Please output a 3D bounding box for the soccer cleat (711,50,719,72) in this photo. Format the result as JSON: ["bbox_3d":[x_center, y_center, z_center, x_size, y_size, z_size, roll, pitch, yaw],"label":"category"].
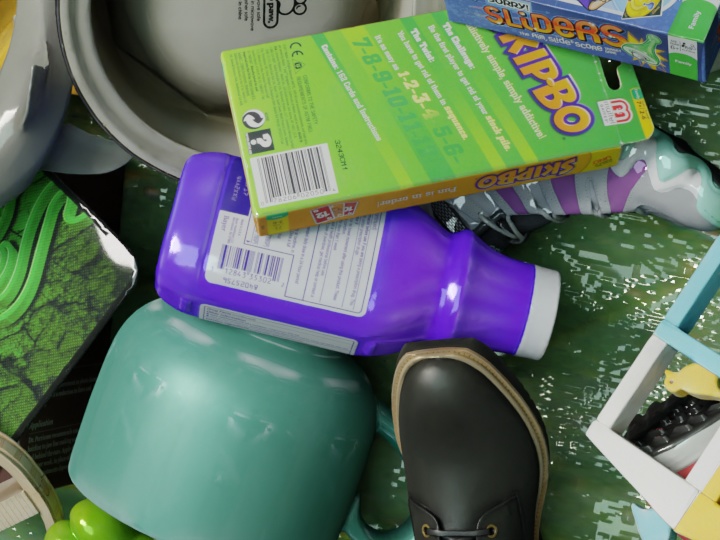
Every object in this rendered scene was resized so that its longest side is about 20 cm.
[{"bbox_3d":[0.205,-0.130,0.846,0.199,0.069,0.078,23,107,23],"label":"soccer cleat"}]

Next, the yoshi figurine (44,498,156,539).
[{"bbox_3d":[-0.093,0.187,0.922,0.200,0.112,0.113,49,63,-21],"label":"yoshi figurine"}]

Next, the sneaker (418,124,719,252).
[{"bbox_3d":[0.091,-0.031,0.884,0.199,0.078,0.141,31,102,26],"label":"sneaker"}]

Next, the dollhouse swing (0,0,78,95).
[{"bbox_3d":[-0.225,-0.231,0.924,0.199,0.176,0.182,16,59,18],"label":"dollhouse swing"}]

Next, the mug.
[{"bbox_3d":[-0.056,0.081,0.905,0.152,0.184,0.115,28,101,49],"label":"mug"}]

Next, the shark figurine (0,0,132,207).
[{"bbox_3d":[-0.177,-0.120,0.851,0.127,0.089,0.216,1,94,-9],"label":"shark figurine"}]

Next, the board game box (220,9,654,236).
[{"bbox_3d":[0.037,-0.082,0.819,0.199,0.030,0.096,-12,65,-3],"label":"board game box"}]

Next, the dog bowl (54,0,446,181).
[{"bbox_3d":[-0.057,-0.145,0.861,0.199,0.074,0.201,-4,117,-8],"label":"dog bowl"}]

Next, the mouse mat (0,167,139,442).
[{"bbox_3d":[-0.229,0.021,0.925,0.161,0.008,0.200,43,104,15],"label":"mouse mat"}]

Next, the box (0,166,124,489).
[{"bbox_3d":[-0.197,0.025,0.969,0.074,0.100,0.201,8,93,19],"label":"box"}]

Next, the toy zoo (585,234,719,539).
[{"bbox_3d":[0.199,0.059,0.802,0.131,0.020,0.201,34,92,31],"label":"toy zoo"}]

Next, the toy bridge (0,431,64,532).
[{"bbox_3d":[-0.201,0.132,0.906,0.067,0.027,0.201,-26,111,12],"label":"toy bridge"}]

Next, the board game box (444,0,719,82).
[{"bbox_3d":[0.140,-0.196,0.827,0.135,0.035,0.201,16,65,21],"label":"board game box"}]

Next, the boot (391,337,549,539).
[{"bbox_3d":[0.052,0.148,0.816,0.077,0.139,0.201,-6,124,19],"label":"boot"}]

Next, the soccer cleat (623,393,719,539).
[{"bbox_3d":[0.233,0.072,0.843,0.199,0.068,0.073,-29,105,14],"label":"soccer cleat"}]

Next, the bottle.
[{"bbox_3d":[0.000,0.000,0.839,0.199,0.065,0.084,13,66,-3],"label":"bottle"}]
